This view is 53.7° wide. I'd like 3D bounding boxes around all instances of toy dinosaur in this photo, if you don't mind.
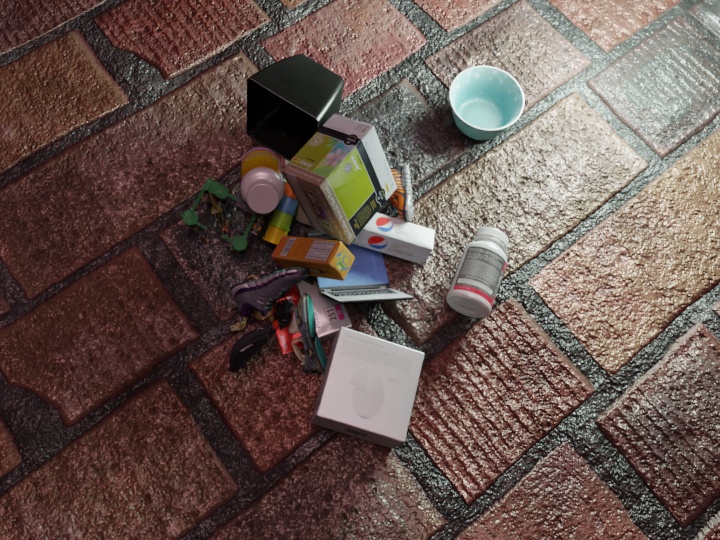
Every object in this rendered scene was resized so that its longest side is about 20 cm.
[{"bbox_3d":[-0.239,0.062,1.683,0.199,0.058,0.101,-39,86,-6],"label":"toy dinosaur"}]

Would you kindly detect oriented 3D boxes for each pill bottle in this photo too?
[{"bbox_3d":[-0.234,-0.211,1.692,0.103,0.106,0.201,-7,30,-5],"label":"pill bottle"},{"bbox_3d":[0.286,0.001,1.696,0.109,0.111,0.202,21,68,6],"label":"pill bottle"}]

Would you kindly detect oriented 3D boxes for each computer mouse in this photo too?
[{"bbox_3d":[-0.231,0.137,1.618,0.200,0.141,0.046,-41,104,17],"label":"computer mouse"}]

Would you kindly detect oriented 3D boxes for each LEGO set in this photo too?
[{"bbox_3d":[-0.333,-0.133,1.741,0.198,0.116,0.156,19,86,-8],"label":"LEGO set"}]

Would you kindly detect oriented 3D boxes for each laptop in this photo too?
[{"bbox_3d":[0.000,0.000,1.657,0.185,0.200,0.118,-3,99,-23],"label":"laptop"}]

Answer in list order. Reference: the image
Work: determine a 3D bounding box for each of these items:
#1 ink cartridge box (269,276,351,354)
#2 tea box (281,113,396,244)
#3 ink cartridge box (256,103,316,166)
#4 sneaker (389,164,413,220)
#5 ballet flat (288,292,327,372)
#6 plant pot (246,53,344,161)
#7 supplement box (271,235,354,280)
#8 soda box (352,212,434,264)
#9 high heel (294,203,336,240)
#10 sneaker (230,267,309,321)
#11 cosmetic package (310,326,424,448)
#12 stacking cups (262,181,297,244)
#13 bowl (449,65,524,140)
[{"bbox_3d":[-0.133,0.076,1.682,0.171,0.044,0.202,-18,69,-11],"label":"ink cartridge box"},{"bbox_3d":[-0.044,-0.208,1.627,0.133,0.201,0.197,25,65,36],"label":"tea box"},{"bbox_3d":[-0.171,-0.366,1.845,0.198,0.084,0.146,-21,70,-10],"label":"ink cartridge box"},{"bbox_3d":[0.074,-0.188,1.776,0.110,0.078,0.201,-6,38,4],"label":"sneaker"},{"bbox_3d":[-0.126,0.145,1.588,0.073,0.203,0.074,-10,23,4],"label":"ballet flat"},{"bbox_3d":[-0.145,-0.397,1.720,0.198,0.201,0.178,32,59,9],"label":"plant pot"},{"bbox_3d":[-0.109,-0.030,1.616,0.198,0.067,0.069,11,63,43],"label":"supplement box"},{"bbox_3d":[0.076,-0.083,1.722,0.197,0.068,0.064,16,53,-8],"label":"soda box"},{"bbox_3d":[-0.093,-0.152,1.782,0.141,0.072,0.202,-5,56,-25],"label":"high heel"},{"bbox_3d":[-0.195,0.053,1.605,0.198,0.074,0.089,-17,83,21],"label":"sneaker"},{"bbox_3d":[0.015,0.258,1.558,0.197,0.123,0.202,18,69,-4],"label":"cosmetic package"},{"bbox_3d":[-0.181,-0.163,1.723,0.060,0.060,0.203,19,96,6],"label":"stacking cups"},{"bbox_3d":[0.325,-0.428,1.883,0.198,0.105,0.204,1,67,-2],"label":"bowl"}]
